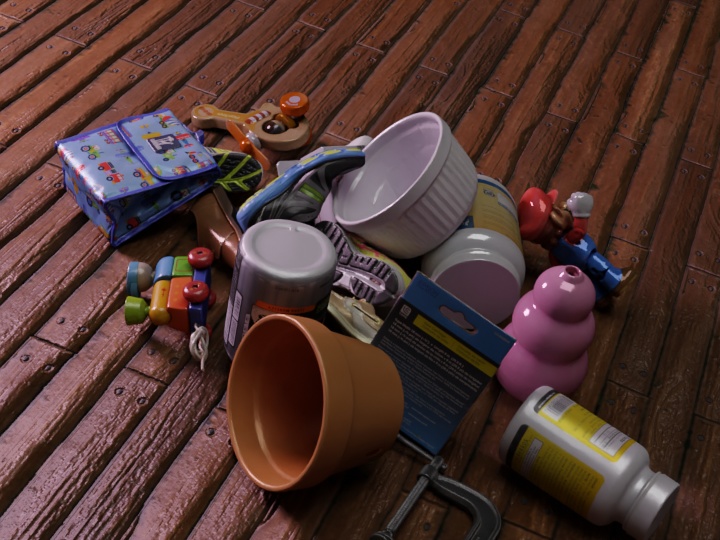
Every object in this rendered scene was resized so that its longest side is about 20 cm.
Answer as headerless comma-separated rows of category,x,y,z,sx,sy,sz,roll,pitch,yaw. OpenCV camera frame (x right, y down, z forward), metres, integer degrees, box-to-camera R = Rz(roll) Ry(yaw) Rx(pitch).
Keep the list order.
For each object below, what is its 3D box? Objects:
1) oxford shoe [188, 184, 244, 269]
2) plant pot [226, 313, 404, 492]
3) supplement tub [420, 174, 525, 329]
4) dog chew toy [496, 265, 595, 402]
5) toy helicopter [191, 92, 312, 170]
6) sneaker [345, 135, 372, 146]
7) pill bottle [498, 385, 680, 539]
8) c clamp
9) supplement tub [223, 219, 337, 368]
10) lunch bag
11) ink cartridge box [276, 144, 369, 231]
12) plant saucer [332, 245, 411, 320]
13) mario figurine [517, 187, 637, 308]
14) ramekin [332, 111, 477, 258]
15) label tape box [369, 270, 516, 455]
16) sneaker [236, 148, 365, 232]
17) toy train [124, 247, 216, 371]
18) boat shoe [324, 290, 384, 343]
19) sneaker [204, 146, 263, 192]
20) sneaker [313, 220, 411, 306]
oxford shoe,-0.185,-0.030,1.768,0.071,0.071,0.200,-28,50,-3
plant pot,-0.045,0.153,1.475,0.140,0.200,0.200,5,35,-39
supplement tub,0.156,-0.028,1.788,0.144,0.145,0.200,9,37,-6
dog chew toy,0.244,0.078,1.634,0.124,0.200,0.125,8,38,-7
toy helicopter,-0.179,-0.225,2.014,0.200,0.079,0.132,11,45,15
sneaker,-0.047,-0.161,1.953,0.085,0.073,0.200,25,40,11
pill bottle,0.274,0.234,1.518,0.200,0.111,0.111,33,41,24
c clamp,0.073,0.285,1.467,0.171,0.027,0.200,26,37,8
supplement tub,-0.102,0.048,1.566,0.122,0.200,0.123,8,38,-6
lunch bag,-0.305,-0.146,1.805,0.200,0.094,0.151,-28,53,-24
ink cartridge box,-0.013,-0.119,1.854,0.200,0.067,0.116,-7,82,-35
plant saucer,-0.022,0.027,1.759,0.200,0.030,0.200,8,38,-6
mario figurine,0.316,-0.049,1.852,0.200,0.123,0.106,46,19,-1
ramekin,0.068,-0.110,1.749,0.105,0.200,0.200,43,27,-28
label tape box,0.088,0.103,1.530,0.144,0.200,0.063,35,30,6
sneaker,-0.076,-0.105,1.763,0.199,0.083,0.071,-36,13,-10
toy train,-0.248,0.055,1.616,0.115,0.085,0.200,0,38,-1
boat shoe,-0.006,0.074,1.646,0.200,0.074,0.066,41,54,4
sneaker,-0.243,-0.150,1.899,0.200,0.076,0.076,12,5,3
sneaker,0.000,0.000,1.731,0.090,0.078,0.200,17,16,-49
